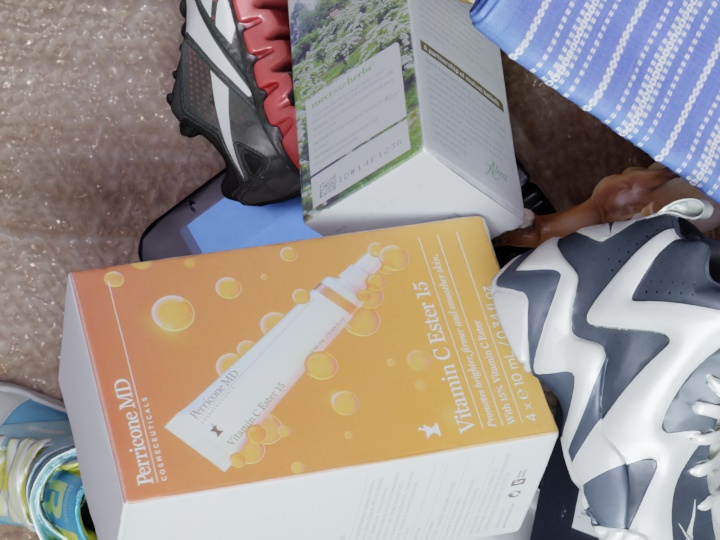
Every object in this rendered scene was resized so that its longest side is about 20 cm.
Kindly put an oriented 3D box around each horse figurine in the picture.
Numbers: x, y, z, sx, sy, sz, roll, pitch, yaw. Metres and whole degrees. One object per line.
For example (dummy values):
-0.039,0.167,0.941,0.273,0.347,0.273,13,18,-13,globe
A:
0.169,-0.047,1.139,0.200,0.133,0.050,-22,86,-22,horse figurine

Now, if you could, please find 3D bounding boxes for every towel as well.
0.155,-0.119,1.041,0.200,0.024,0.145,32,81,-23,towel

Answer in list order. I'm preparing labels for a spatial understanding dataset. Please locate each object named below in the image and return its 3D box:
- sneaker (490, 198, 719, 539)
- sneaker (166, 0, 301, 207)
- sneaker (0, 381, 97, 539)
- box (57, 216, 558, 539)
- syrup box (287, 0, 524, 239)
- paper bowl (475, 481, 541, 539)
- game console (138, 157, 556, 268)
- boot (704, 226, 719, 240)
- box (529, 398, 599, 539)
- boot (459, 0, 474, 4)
0.156,0.059,1.027,0.130,0.079,0.199,-30,74,21,sneaker
-0.067,-0.121,1.236,0.098,0.071,0.201,-30,73,29,sneaker
-0.174,0.107,1.227,0.200,0.131,0.080,5,94,5,sneaker
-0.028,0.062,1.080,0.200,0.098,0.124,-9,58,-16,box
0.019,-0.101,1.167,0.079,0.081,0.200,-30,45,30,syrup box
0.031,0.188,1.226,0.201,0.104,0.201,0,93,5,paper bowl
0.000,0.000,1.219,0.200,0.171,0.118,-37,116,6,game console
0.216,-0.110,1.216,0.155,0.074,0.200,-9,103,6,boot
0.191,0.107,1.164,0.182,0.104,0.200,8,94,-37,box
0.141,-0.181,1.098,0.155,0.073,0.200,19,136,-1,boot
